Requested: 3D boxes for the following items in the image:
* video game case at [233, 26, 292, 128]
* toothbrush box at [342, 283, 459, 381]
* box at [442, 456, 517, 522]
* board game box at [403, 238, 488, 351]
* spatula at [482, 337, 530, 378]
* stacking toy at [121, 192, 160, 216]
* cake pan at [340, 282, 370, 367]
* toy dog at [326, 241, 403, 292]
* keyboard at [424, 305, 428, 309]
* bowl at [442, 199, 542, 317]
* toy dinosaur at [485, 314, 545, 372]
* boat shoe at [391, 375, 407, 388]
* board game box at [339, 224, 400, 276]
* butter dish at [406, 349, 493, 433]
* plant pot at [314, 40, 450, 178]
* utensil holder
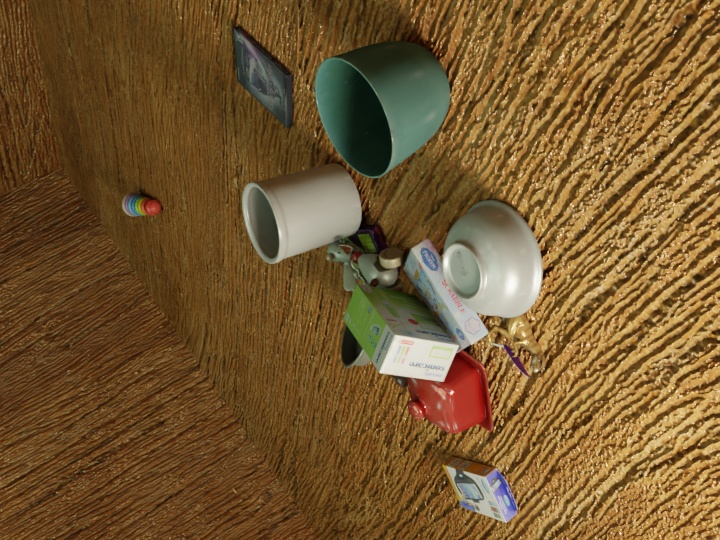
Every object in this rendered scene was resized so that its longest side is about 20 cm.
[{"bbox_3d":[-0.212,-0.421,1.872,0.200,0.019,0.144,46,151,28],"label":"video game case"},{"bbox_3d":[0.073,0.117,1.640,0.087,0.144,0.200,-67,30,20],"label":"toothbrush box"},{"bbox_3d":[0.271,0.491,1.929,0.199,0.041,0.120,-5,113,65],"label":"box"},{"bbox_3d":[0.154,0.052,1.602,0.201,0.041,0.200,58,174,7],"label":"board game box"},{"bbox_3d":[0.244,0.129,1.598,0.200,0.021,0.056,42,-175,41],"label":"spatula"},{"bbox_3d":[-0.763,-0.228,3.018,0.199,0.085,0.086,10,126,52],"label":"stacking toy"},{"bbox_3d":[0.012,0.119,1.877,0.036,0.203,0.200,19,160,-16],"label":"cake pan"},{"bbox_3d":[0.000,0.000,1.765,0.199,0.096,0.133,-4,112,46],"label":"toy dog"},{"bbox_3d":[0.119,0.099,1.817,0.104,0.040,0.200,39,155,-10],"label":"keyboard"},{"bbox_3d":[0.199,-0.009,1.424,0.200,0.090,0.204,28,126,47],"label":"bowl"},{"bbox_3d":[0.266,0.084,1.512,0.105,0.060,0.202,-19,105,37],"label":"toy dinosaur"},{"bbox_3d":[0.062,0.184,1.899,0.200,0.071,0.073,49,128,50],"label":"boat shoe"},{"bbox_3d":[0.005,-0.037,1.870,0.199,0.032,0.121,1,115,61],"label":"board game box"},{"bbox_3d":[0.158,0.248,1.749,0.199,0.147,0.201,32,146,44],"label":"butter dish"},{"bbox_3d":[0.047,-0.275,1.387,0.200,0.160,0.202,41,149,32],"label":"plant pot"},{"bbox_3d":[-0.121,-0.125,1.780,0.170,0.198,0.172,39,139,44],"label":"utensil holder"}]
